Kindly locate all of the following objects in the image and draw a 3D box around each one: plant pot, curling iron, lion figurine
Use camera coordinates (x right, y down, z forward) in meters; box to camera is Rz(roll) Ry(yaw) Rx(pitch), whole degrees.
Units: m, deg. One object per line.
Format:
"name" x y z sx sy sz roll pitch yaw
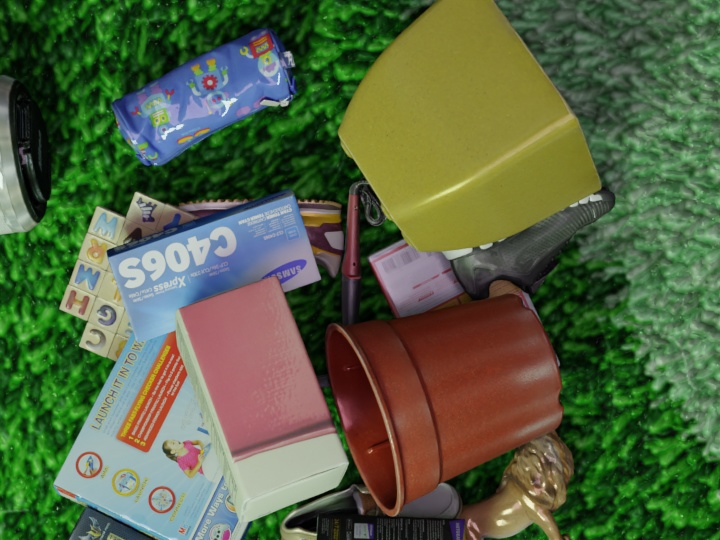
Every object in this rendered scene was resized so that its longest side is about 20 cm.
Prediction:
"plant pot" 0.089 0.120 1.504 0.194 0.201 0.202 -18 96 -14
"curling iron" 0.000 0.000 1.564 0.049 0.026 0.202 10 92 14
"plant pot" 0.095 -0.132 1.473 0.199 0.194 0.196 -33 67 4
"lion figurine" 0.154 0.266 1.608 0.199 0.072 0.123 -32 89 6

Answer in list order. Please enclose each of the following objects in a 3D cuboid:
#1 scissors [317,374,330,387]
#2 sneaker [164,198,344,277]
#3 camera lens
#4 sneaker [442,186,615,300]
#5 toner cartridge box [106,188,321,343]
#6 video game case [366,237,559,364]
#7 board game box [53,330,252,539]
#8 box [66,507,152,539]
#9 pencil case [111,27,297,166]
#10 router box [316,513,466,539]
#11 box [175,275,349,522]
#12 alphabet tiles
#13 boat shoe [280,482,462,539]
"scissors" 0.003 0.107 1.600 0.198 0.014 0.074 7 92 -10
"sneaker" -0.117 -0.029 1.567 0.198 0.075 0.091 -1 90 0
"camera lens" -0.423 -0.110 1.508 0.198 0.160 0.161 -7 96 -1
"sneaker" 0.184 -0.025 1.571 0.199 0.066 0.091 -21 97 -11
"toner cartridge box" -0.149 -0.006 1.509 0.199 0.043 0.096 -20 105 -7
"video game case" 0.112 0.044 1.600 0.142 0.017 0.201 -26 95 -6
"board game box" -0.181 0.178 1.524 0.195 0.056 0.201 25 71 4
"box" -0.247 0.340 1.554 0.157 0.200 0.051 28 50 -4
"pencil case" -0.158 -0.179 1.548 0.199 0.078 0.087 -25 74 2
"router box" 0.029 0.348 1.576 0.156 0.052 0.201 3 126 0
"box" -0.099 0.127 1.451 0.108 0.128 0.201 -19 75 -12
"alphabet tiles" -0.222 0.019 1.568 0.165 0.006 0.201 23 116 -4
"boat shoe" 0.011 0.268 1.592 0.199 0.075 0.069 -19 136 1
